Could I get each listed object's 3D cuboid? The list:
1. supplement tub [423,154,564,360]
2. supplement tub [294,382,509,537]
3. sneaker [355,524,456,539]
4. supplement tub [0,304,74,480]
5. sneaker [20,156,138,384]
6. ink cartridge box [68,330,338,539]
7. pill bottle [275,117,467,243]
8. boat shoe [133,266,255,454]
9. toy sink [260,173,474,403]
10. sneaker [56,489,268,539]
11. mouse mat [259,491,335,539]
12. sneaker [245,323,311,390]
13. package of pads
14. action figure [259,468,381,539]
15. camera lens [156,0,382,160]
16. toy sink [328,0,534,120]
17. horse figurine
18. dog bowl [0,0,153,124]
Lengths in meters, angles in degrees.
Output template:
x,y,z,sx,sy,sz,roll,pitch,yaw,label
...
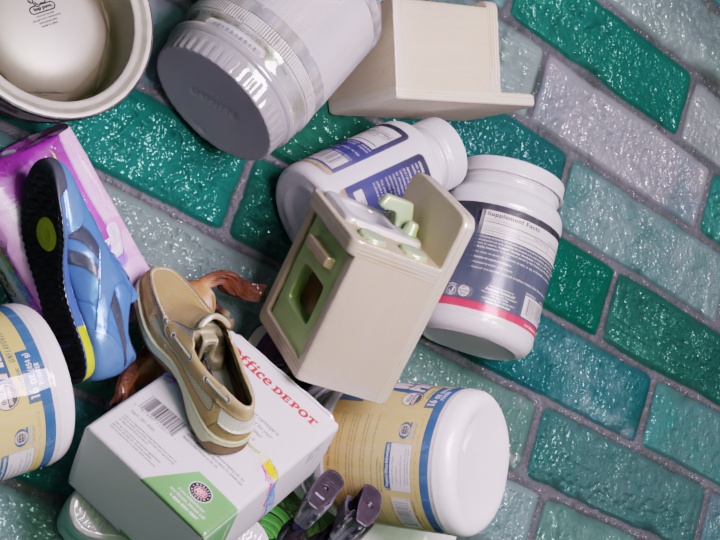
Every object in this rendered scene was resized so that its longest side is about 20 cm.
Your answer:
x,y,z,sx,sy,sz,roll,pitch,yaw,label
0.146,-0.013,1.528,0.139,0.140,0.202,25,74,-32,supplement tub
0.037,0.187,1.389,0.144,0.198,0.147,-5,96,-58,supplement tub
0.033,0.306,1.472,0.200,0.073,0.116,-39,107,-35,sneaker
-0.358,0.119,1.151,0.198,0.144,0.147,-16,98,-35,supplement tub
-0.244,-0.003,1.208,0.078,0.065,0.203,-19,102,-43,sneaker
-0.138,0.164,1.233,0.144,0.084,0.200,39,41,15,ink cartridge box
0.017,-0.093,1.456,0.199,0.111,0.112,-27,104,-33,pill bottle
-0.139,0.062,1.213,0.071,0.077,0.201,-10,53,-37,boat shoe
0.000,0.000,1.309,0.111,0.130,0.202,19,107,-29,toy sink
-0.189,0.246,1.288,0.198,0.118,0.075,19,68,-18,sneaker
-0.080,0.306,1.438,0.200,0.007,0.161,48,63,-23,mouse mat
-0.105,0.153,1.360,0.202,0.087,0.076,-63,161,-19,sneaker
-0.277,-0.023,1.265,0.120,0.075,0.202,-38,110,-34,package of pads
-0.064,0.272,1.346,0.129,0.200,0.070,33,38,-9,action figure
-0.086,-0.230,1.356,0.160,0.159,0.200,51,62,-23,camera lens
0.078,-0.231,1.493,0.198,0.130,0.114,-2,89,-35,toy sink
-0.170,0.072,1.328,0.201,0.050,0.133,-58,148,-20,horse figurine
-0.293,-0.225,1.246,0.198,0.074,0.203,8,75,-32,dog bowl
